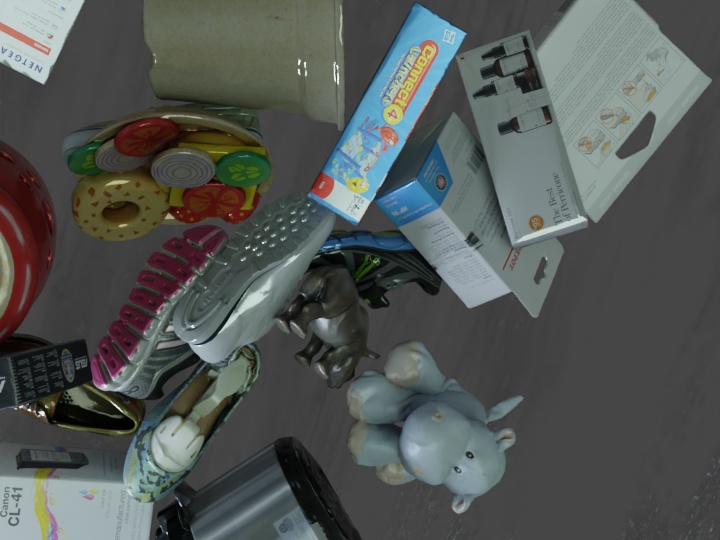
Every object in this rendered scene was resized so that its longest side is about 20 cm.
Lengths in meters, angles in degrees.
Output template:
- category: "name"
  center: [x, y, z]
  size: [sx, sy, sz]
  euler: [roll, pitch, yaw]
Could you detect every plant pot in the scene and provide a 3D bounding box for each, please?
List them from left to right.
- category: "plant pot"
  center: [-0.380, -0.019, 1.135]
  size: [0.197, 0.183, 0.204]
  euler: [-4, 107, -14]
- category: "plant pot"
  center: [-0.106, -0.231, 1.150]
  size: [0.180, 0.201, 0.204]
  euler: [-1, 105, -1]

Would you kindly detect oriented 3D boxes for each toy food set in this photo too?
- category: "toy food set"
  center: [-0.179, -0.089, 1.173]
  size: [0.196, 0.199, 0.049]
  euler: [2, 61, -13]

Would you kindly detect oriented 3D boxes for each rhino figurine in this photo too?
- category: "rhino figurine"
  center: [-0.025, 0.066, 1.266]
  size: [0.088, 0.059, 0.201]
  euler: [-49, 151, -17]

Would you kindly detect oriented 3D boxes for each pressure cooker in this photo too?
- category: "pressure cooker"
  center: [-0.111, 0.290, 1.277]
  size: [0.198, 0.177, 0.179]
  euler: [-33, 138, 0]

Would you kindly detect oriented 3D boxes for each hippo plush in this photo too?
- category: "hippo plush"
  center: [0.080, 0.192, 1.299]
  size: [0.198, 0.161, 0.160]
  euler: [30, 104, -24]

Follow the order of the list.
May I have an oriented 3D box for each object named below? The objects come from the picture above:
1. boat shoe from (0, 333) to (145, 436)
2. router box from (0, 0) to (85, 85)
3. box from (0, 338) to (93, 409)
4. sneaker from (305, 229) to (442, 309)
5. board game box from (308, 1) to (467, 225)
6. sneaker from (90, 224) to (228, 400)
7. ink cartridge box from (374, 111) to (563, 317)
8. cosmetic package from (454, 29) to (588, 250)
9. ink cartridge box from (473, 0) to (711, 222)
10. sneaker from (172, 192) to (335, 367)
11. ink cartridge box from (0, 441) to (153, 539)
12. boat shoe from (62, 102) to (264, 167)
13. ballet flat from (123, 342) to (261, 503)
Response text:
- category: "boat shoe"
  center: [-0.312, 0.117, 1.244]
  size: [0.197, 0.068, 0.073]
  euler: [14, 103, -15]
- category: "router box"
  center: [-0.343, -0.300, 1.136]
  size: [0.198, 0.049, 0.181]
  euler: [27, 97, -18]
- category: "box"
  center: [-0.350, 0.105, 1.115]
  size: [0.157, 0.200, 0.045]
  euler: [-11, 90, 5]
- category: "sneaker"
  center: [0.000, 0.000, 1.286]
  size: [0.196, 0.071, 0.084]
  euler: [0, 98, -16]
- category: "board game box"
  center: [0.026, -0.148, 1.182]
  size: [0.055, 0.200, 0.198]
  euler: [30, 97, -2]
- category: "sneaker"
  center: [-0.190, 0.048, 1.255]
  size: [0.201, 0.073, 0.087]
  euler: [-57, 138, -11]
- category: "ink cartridge box"
  center: [0.117, -0.047, 1.274]
  size: [0.200, 0.067, 0.117]
  euler: [48, 47, -19]
- category: "cosmetic package"
  center: [0.162, -0.130, 1.236]
  size: [0.081, 0.051, 0.203]
  euler: [-18, 82, 10]
- category: "ink cartridge box"
  center: [0.247, -0.184, 1.309]
  size: [0.176, 0.045, 0.201]
  euler: [39, 94, -18]
- category: "sneaker"
  center: [-0.095, 0.008, 1.219]
  size: [0.200, 0.076, 0.081]
  euler: [-44, 134, 0]
- category: "ink cartridge box"
  center: [-0.319, 0.265, 1.273]
  size: [0.197, 0.086, 0.150]
  euler: [6, 104, -17]
- category: "boat shoe"
  center: [-0.194, -0.130, 1.215]
  size: [0.196, 0.072, 0.063]
  euler: [-2, 63, -6]
- category: "ballet flat"
  center: [-0.168, 0.145, 1.246]
  size: [0.074, 0.074, 0.201]
  euler: [43, 65, -20]
